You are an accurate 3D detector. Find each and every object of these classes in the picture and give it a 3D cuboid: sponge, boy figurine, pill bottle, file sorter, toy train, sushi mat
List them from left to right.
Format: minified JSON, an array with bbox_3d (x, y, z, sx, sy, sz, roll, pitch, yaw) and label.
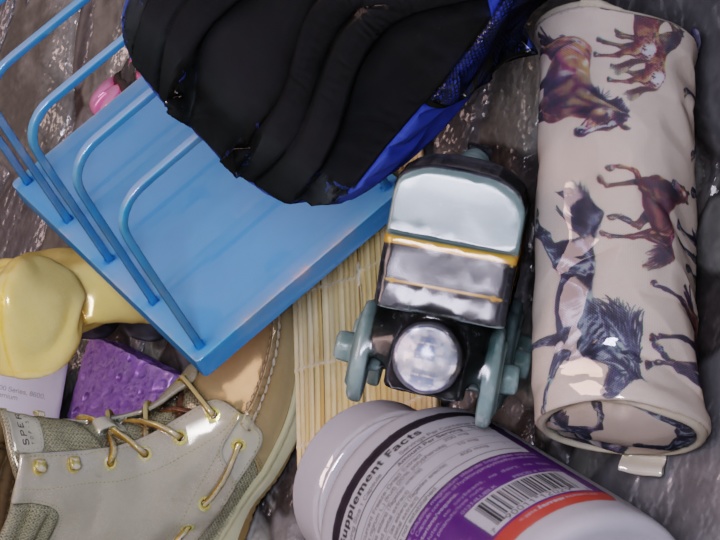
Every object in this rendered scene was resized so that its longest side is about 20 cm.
[{"bbox_3d":[-0.151,0.018,1.599,0.200,0.124,0.065,-31,-58,-79],"label":"boy figurine"},{"bbox_3d":[-0.146,0.145,1.683,0.111,0.030,0.201,17,93,58],"label":"sponge"},{"bbox_3d":[-0.099,-0.074,1.498,0.139,0.123,0.200,-40,44,-10],"label":"file sorter"},{"bbox_3d":[0.000,0.000,1.511,0.095,0.012,0.201,-20,61,35],"label":"sushi mat"},{"bbox_3d":[0.042,0.002,1.340,0.200,0.085,0.115,-45,-34,-81],"label":"toy train"},{"bbox_3d":[0.051,0.126,1.314,0.200,0.111,0.112,30,103,57],"label":"pill bottle"}]

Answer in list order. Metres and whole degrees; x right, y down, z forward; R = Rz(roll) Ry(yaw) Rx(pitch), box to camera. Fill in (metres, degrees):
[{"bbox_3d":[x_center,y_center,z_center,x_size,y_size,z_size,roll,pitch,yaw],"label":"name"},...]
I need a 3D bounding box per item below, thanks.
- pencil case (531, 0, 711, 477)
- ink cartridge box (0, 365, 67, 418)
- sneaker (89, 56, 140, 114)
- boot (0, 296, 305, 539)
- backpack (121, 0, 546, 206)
[{"bbox_3d":[0.115,-0.014,1.303,0.077,0.089,0.201,-8,69,25],"label":"pencil case"},{"bbox_3d":[-0.242,0.139,1.749,0.145,0.084,0.201,158,123,-67],"label":"ink cartridge box"},{"bbox_3d":[-0.082,-0.093,1.645,0.096,0.079,0.200,-58,37,7],"label":"sneaker"},{"bbox_3d":[-0.119,0.084,1.545,0.072,0.154,0.201,44,116,51],"label":"boot"},{"bbox_3d":[0.006,-0.133,1.307,0.163,0.168,0.200,45,126,11],"label":"backpack"}]
